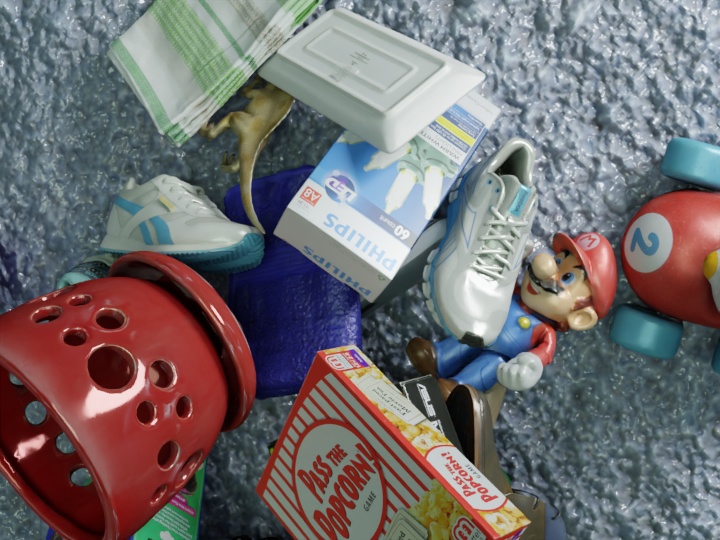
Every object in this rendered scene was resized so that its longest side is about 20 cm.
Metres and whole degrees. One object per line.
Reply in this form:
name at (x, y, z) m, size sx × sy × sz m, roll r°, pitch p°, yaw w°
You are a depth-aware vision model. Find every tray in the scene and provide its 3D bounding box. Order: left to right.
tray at (0.000, -0.172, 0.806) m, size 0.107 × 0.022 × 0.200 m, roll -41°, pitch 47°, yaw -13°

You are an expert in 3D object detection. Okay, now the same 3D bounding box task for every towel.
towel at (-0.137, -0.228, 0.869) m, size 0.200 × 0.031 × 0.149 m, roll -44°, pitch 61°, yaw 11°
towel at (-0.067, 0.010, 0.852) m, size 0.147 × 0.049 × 0.201 m, roll -13°, pitch 76°, yaw 37°

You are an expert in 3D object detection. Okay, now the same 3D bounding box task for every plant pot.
plant pot at (-0.197, 0.098, 0.783) m, size 0.200 × 0.182 × 0.201 m, roll 26°, pitch 133°, yaw 32°

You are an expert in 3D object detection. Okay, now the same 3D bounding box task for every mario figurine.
mario figurine at (0.131, 0.031, 0.828) m, size 0.200 × 0.106 × 0.124 m, roll -38°, pitch 83°, yaw 3°

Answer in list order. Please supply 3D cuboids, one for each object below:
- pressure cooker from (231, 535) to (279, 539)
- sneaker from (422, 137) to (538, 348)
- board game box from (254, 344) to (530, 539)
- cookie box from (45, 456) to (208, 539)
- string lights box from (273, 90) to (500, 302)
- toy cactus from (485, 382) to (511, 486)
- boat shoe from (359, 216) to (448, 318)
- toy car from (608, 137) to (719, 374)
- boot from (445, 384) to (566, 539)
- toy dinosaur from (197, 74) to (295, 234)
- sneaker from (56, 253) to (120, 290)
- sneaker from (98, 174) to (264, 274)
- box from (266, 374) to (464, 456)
pressure cooker at (-0.108, 0.342, 0.876) m, size 0.176 × 0.179 × 0.200 m, roll -32°, pitch 94°, yaw 19°
sneaker at (0.106, -0.032, 0.782) m, size 0.075 × 0.200 × 0.087 m, roll 22°, pitch 143°, yaw -15°
board game box at (0.015, 0.178, 0.730) m, size 0.200 × 0.046 × 0.152 m, roll 42°, pitch 122°, yaw 33°
cookie box at (-0.223, 0.266, 0.862) m, size 0.075 × 0.200 × 0.171 m, roll 37°, pitch 114°, yaw -25°
string lights box at (0.025, -0.084, 0.807) m, size 0.103 × 0.059 × 0.200 m, roll 35°, pitch 63°, yaw -2°
toy cactus at (0.083, 0.175, 0.879) m, size 0.200 × 0.102 × 0.165 m, roll 30°, pitch 82°, yaw 9°
boat shoe at (0.001, 0.000, 0.877) m, size 0.199 × 0.074 × 0.068 m, roll -38°, pitch 71°, yaw 25°
toy car at (0.301, 0.001, 0.750) m, size 0.176 × 0.200 × 0.185 m, roll 16°, pitch 98°, yaw 7°
boot at (0.118, 0.190, 0.801) m, size 0.097 × 0.075 × 0.201 m, roll -4°, pitch 97°, yaw -23°
toy dinosaur at (-0.097, -0.124, 0.851) m, size 0.101 × 0.058 × 0.200 m, roll -10°, pitch 52°, yaw 43°
sneaker at (-0.242, 0.086, 0.918) m, size 0.077 × 0.086 × 0.201 m, roll -18°, pitch 93°, yaw 21°
sneaker at (-0.162, -0.043, 0.865) m, size 0.200 × 0.076 × 0.081 m, roll 8°, pitch 81°, yaw 40°
box at (0.018, 0.210, 0.796) m, size 0.193 × 0.047 × 0.201 m, roll -33°, pitch 72°, yaw 45°
